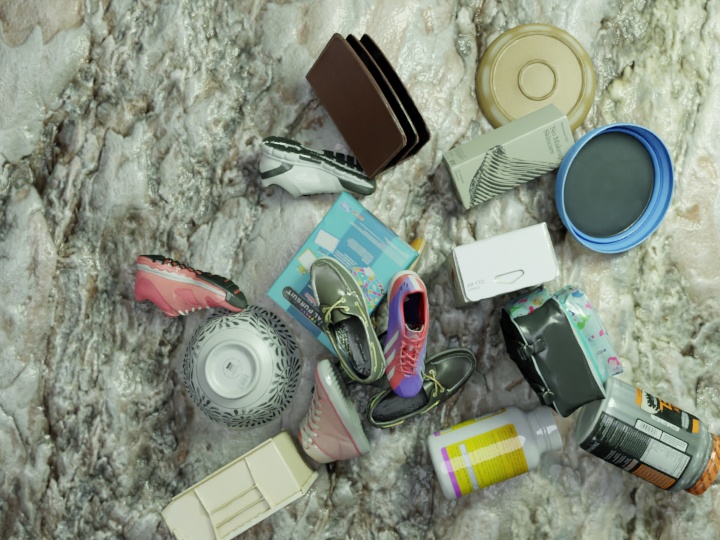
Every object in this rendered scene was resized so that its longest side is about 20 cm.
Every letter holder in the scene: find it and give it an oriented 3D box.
[{"bbox_3d":[0.025,-0.272,1.385,0.100,0.142,0.202,-30,85,-30],"label":"letter holder"}]

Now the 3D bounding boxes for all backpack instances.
[{"bbox_3d":[0.291,0.109,1.338,0.149,0.200,0.179,-28,95,-3],"label":"backpack"}]

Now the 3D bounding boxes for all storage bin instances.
[{"bbox_3d":[-0.178,0.333,1.344,0.197,0.200,0.095,-31,85,0],"label":"storage bin"}]

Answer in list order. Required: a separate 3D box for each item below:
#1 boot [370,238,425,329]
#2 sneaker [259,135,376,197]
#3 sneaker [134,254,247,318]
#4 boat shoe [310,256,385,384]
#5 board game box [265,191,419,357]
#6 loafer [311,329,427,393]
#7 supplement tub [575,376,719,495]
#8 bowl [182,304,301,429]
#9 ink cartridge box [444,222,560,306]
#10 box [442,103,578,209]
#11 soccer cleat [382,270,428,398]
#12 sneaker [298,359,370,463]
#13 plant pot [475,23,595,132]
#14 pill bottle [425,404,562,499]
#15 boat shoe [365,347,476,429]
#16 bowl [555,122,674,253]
[{"bbox_3d":[0.000,0.000,1.421,0.143,0.071,0.203,34,93,4],"label":"boot"},{"bbox_3d":[-0.071,-0.154,1.443,0.197,0.074,0.081,17,117,-2],"label":"sneaker"},{"bbox_3d":[-0.277,0.041,1.440,0.197,0.074,0.088,20,98,10],"label":"sneaker"},{"bbox_3d":[-0.022,0.073,1.320,0.071,0.060,0.204,-26,87,11],"label":"boat shoe"},{"bbox_3d":[-0.027,0.005,1.374,0.151,0.047,0.201,40,99,8],"label":"board game box"},{"bbox_3d":[0.015,0.157,1.412,0.198,0.073,0.073,-32,90,2],"label":"loafer"},{"bbox_3d":[0.442,0.256,1.361,0.198,0.123,0.124,26,88,3],"label":"supplement tub"},{"bbox_3d":[-0.196,0.155,1.409,0.197,0.094,0.205,0,87,3],"label":"bowl"},{"bbox_3d":[0.210,-0.006,1.347,0.143,0.200,0.085,-16,86,1],"label":"ink cartridge box"},{"bbox_3d":[0.236,-0.180,1.405,0.198,0.069,0.083,-25,117,5],"label":"box"},{"bbox_3d":[0.071,0.104,1.327,0.067,0.073,0.204,-3,107,-12],"label":"soccer cleat"},{"bbox_3d":[-0.059,0.227,1.368,0.103,0.076,0.202,-17,130,6],"label":"sneaker"},{"bbox_3d":[0.287,-0.307,1.448,0.196,0.027,0.204,0,88,2],"label":"plant pot"},{"bbox_3d":[0.208,0.275,1.379,0.197,0.104,0.106,-20,86,2],"label":"pill bottle"},{"bbox_3d":[0.099,0.190,1.409,0.199,0.061,0.072,-31,89,0],"label":"boat shoe"},{"bbox_3d":[0.395,-0.131,1.390,0.197,0.039,0.204,-4,107,-15],"label":"bowl"}]
